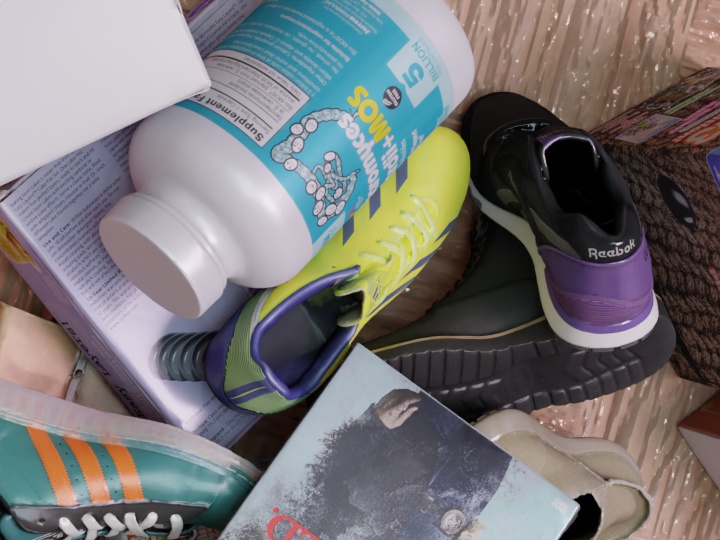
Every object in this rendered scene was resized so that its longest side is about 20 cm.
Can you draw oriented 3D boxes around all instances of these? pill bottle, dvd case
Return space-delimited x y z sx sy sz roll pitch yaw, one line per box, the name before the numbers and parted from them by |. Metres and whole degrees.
pill bottle | -0.042 -0.068 1.486 0.200 0.111 0.111 -47 107 -21
dvd case | -0.001 0.157 1.467 0.146 0.022 0.200 37 76 0

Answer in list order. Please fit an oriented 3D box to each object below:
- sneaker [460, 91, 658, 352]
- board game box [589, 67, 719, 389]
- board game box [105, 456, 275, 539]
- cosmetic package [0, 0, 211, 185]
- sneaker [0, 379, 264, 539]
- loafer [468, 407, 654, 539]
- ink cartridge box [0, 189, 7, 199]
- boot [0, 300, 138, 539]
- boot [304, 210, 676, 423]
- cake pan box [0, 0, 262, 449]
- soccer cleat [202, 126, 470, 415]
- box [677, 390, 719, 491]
sneaker | 0.108 -0.052 1.551 0.076 0.200 0.088 -16 131 -12
board game box | 0.224 -0.019 1.592 0.097 0.200 0.160 -29 102 -14
board game box | -0.037 0.161 1.586 0.200 0.035 0.126 -13 118 -19
cosmetic package | -0.189 -0.100 1.422 0.200 0.085 0.108 -26 110 -15
sneaker | -0.145 0.113 1.488 0.200 0.071 0.080 16 69 -4
loafer | 0.105 0.130 1.588 0.076 0.200 0.068 -34 63 20
ink cartridge box | -0.239 0.049 1.464 0.050 0.162 0.200 43 80 -12
boot | -0.210 0.114 1.529 0.188 0.068 0.200 17 88 -19
boot | 0.057 0.020 1.595 0.200 0.138 0.078 -11 133 -8
cake pan box | -0.078 -0.028 1.554 0.200 0.052 0.184 -45 109 -21
soccer cleat | 0.000 0.001 1.518 0.200 0.084 0.065 -47 108 -22
box | 0.304 0.072 1.667 0.200 0.124 0.098 -39 105 -12
